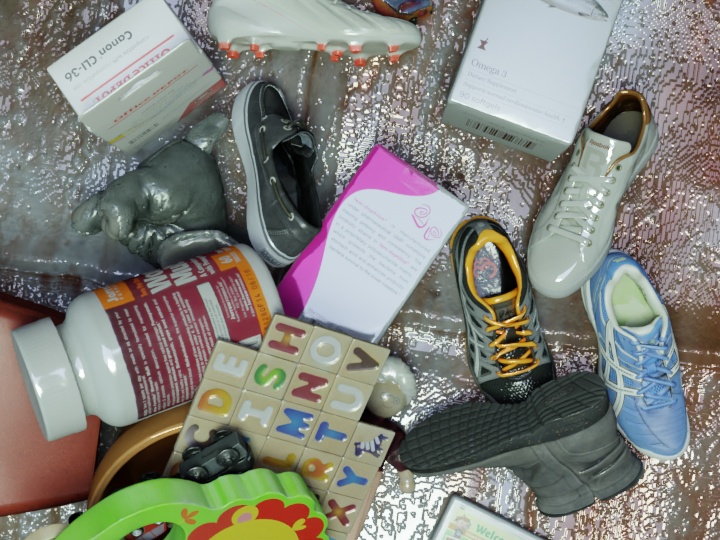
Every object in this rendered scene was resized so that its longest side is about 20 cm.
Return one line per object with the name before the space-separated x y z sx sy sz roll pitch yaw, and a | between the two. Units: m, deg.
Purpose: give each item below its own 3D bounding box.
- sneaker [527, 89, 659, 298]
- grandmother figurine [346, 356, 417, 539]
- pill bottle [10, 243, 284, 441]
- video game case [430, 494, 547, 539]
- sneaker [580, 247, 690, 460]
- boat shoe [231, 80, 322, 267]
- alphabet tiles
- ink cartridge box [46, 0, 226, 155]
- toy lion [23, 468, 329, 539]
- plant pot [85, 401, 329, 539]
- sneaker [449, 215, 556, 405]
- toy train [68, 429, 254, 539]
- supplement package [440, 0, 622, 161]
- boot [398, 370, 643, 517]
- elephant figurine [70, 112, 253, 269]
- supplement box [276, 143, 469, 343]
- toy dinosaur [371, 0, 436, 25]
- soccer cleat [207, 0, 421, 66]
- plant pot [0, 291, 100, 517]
sneaker | 0.199 -0.075 1.073 0.073 0.085 0.201 21 74 26
grandmother figurine | 0.001 0.174 1.100 0.121 0.061 0.201 21 90 -28
pill bottle | -0.165 0.058 0.956 0.199 0.110 0.110 -19 88 -20
video game case | 0.135 0.332 1.112 0.199 0.022 0.183 26 89 2
sneaker | 0.248 0.078 1.090 0.075 0.077 0.201 -20 90 -2
boat shoe | -0.067 -0.099 1.062 0.066 0.070 0.201 -33 45 31
alphabet tiles | -0.059 0.135 0.957 0.166 0.008 0.201 18 107 -19
ink cartridge box | -0.192 -0.170 1.042 0.116 0.200 0.068 -36 88 -1
toy lion | -0.125 0.216 0.918 0.191 0.200 0.069 -38 45 4
plant pot | -0.137 0.184 1.039 0.199 0.140 0.201 -5 113 -12
sneaker | 0.128 0.048 1.093 0.078 0.077 0.201 -19 90 -2
toy train | -0.169 0.187 0.934 0.199 0.034 0.046 -30 125 7
supplement package | 0.160 -0.215 1.080 0.116 0.117 0.201 19 88 2
boot | 0.145 0.176 1.079 0.199 0.070 0.132 -16 126 16
elephant figurine | -0.152 -0.004 1.086 0.155 0.141 0.200 -28 100 43
supplement box | 0.000 0.000 1.084 0.101 0.103 0.200 35 91 3
toy dinosaur | 0.058 -0.328 1.124 0.105 0.200 0.182 21 115 -34
soccer cleat | -0.042 -0.234 1.110 0.199 0.069 0.078 4 85 4
plant pot | -0.311 0.115 1.048 0.175 0.200 0.201 8 88 -11
